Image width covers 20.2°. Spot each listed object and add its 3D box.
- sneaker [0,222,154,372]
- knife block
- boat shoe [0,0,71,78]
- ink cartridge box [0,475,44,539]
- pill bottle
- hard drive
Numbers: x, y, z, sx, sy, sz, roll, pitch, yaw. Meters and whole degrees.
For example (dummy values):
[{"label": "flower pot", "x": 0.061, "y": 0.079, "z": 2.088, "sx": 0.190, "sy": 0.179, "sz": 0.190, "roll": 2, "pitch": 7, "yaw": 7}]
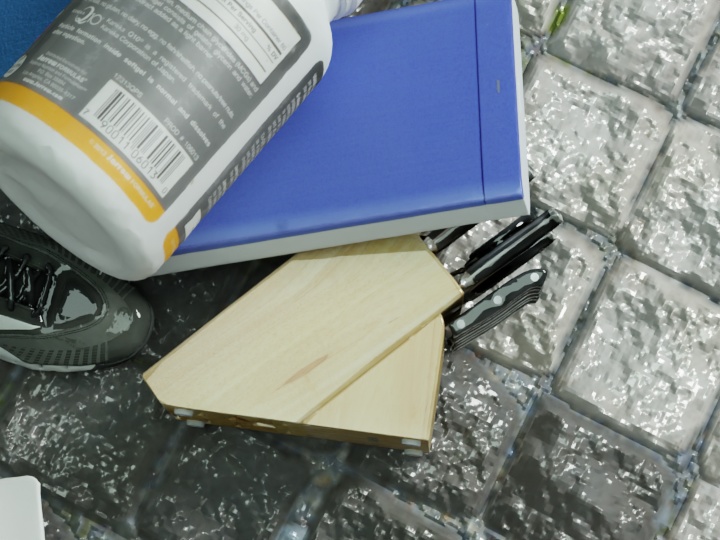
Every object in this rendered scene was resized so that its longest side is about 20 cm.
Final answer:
[{"label": "sneaker", "x": -0.202, "y": -0.001, "z": 1.027, "sx": 0.199, "sy": 0.091, "sz": 0.067, "roll": 21, "pitch": 81, "yaw": 6}, {"label": "knife block", "x": 0.000, "y": 0.000, "z": 1.035, "sx": 0.198, "sy": 0.064, "sz": 0.177, "roll": 7, "pitch": 79, "yaw": 3}, {"label": "boat shoe", "x": -0.124, "y": -0.147, "z": 1.059, "sx": 0.200, "sy": 0.069, "sz": 0.084, "roll": -39, "pitch": 60, "yaw": -10}, {"label": "ink cartridge box", "x": -0.247, "y": 0.161, "z": 0.941, "sx": 0.198, "sy": 0.067, "sz": 0.118, "roll": -9, "pitch": 84, "yaw": 13}, {"label": "pill bottle", "x": -0.086, "y": -0.103, "z": 0.980, "sx": 0.116, "sy": 0.116, "sz": 0.200, "roll": 37, "pitch": 71, "yaw": 8}, {"label": "hard drive", "x": -0.016, "y": -0.071, "z": 1.024, "sx": 0.198, "sy": 0.025, "sz": 0.133, "roll": -9, "pitch": 55, "yaw": 13}]
